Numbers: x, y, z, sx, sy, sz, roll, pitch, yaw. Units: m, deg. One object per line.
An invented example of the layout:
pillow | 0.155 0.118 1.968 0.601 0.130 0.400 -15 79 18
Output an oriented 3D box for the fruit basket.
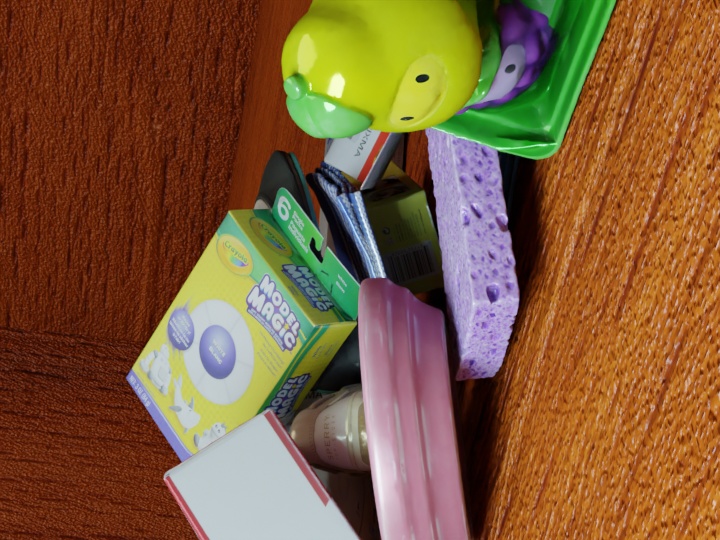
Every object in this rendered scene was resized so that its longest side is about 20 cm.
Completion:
fruit basket | 0.050 -0.135 1.005 0.216 0.155 0.216 17 -90 -89

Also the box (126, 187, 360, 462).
box | -0.080 0.048 1.345 0.117 0.048 0.200 52 123 27

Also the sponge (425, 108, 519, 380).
sponge | 0.063 -0.048 1.140 0.112 0.030 0.200 95 169 -65

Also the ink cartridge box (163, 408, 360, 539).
ink cartridge box | -0.038 0.201 1.230 0.144 0.084 0.200 54 170 27

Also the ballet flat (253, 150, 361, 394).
ballet flat | -0.048 0.001 1.386 0.068 0.068 0.200 102 148 -60

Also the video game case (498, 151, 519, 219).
video game case | 0.084 -0.096 1.238 0.143 0.018 0.200 -114 31 -73

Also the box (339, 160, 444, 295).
box | 0.022 -0.034 1.436 0.200 0.050 0.075 -124 17 -76

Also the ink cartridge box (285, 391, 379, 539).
ink cartridge box | -0.019 0.107 1.462 0.160 0.047 0.200 59 -148 -62

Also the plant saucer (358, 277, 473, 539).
plant saucer | 0.036 0.102 1.158 0.201 0.051 0.201 -6 -90 -86

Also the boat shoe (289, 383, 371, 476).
boat shoe | 0.000 0.110 1.327 0.200 0.065 0.072 8 -103 -77

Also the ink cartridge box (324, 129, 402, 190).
ink cartridge box | 0.025 -0.136 1.306 0.160 0.047 0.200 -63 -2 6

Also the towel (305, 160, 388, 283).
towel | 0.000 0.000 1.352 0.200 0.024 0.145 -126 17 -79

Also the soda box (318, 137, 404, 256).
soda box | -0.003 -0.030 1.638 0.068 0.063 0.200 120 155 -72
